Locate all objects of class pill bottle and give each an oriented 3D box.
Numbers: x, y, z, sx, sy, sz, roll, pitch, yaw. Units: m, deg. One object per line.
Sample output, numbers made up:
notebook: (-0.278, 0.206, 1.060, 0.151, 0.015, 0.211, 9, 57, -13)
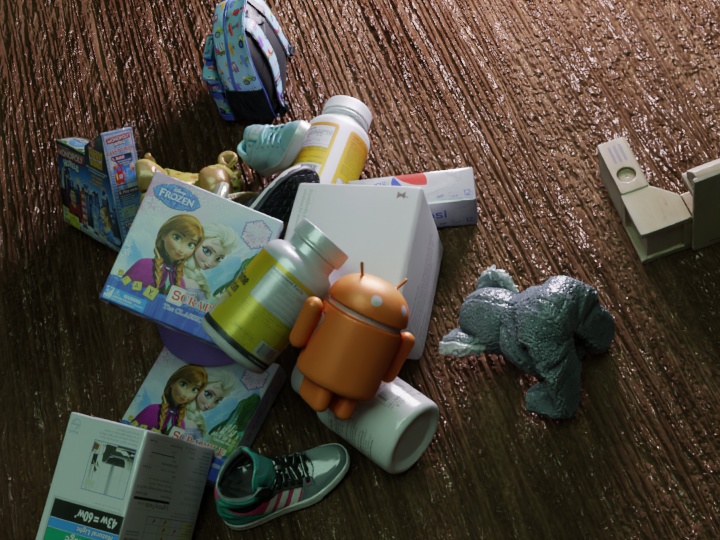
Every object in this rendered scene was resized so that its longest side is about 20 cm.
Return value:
pill bottle: (0.002, 0.183, 1.511, 0.199, 0.115, 0.114, 33, 71, 31)
pill bottle: (-0.110, 0.031, 1.444, 0.200, 0.112, 0.112, -49, 57, -1)
pill bottle: (-0.049, -0.182, 1.763, 0.110, 0.111, 0.201, 9, 61, 21)

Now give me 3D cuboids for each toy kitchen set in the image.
toy kitchen set: (0.466, -0.150, 1.560, 0.199, 0.163, 0.181, -19, 55, 3)

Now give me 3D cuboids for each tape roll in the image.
tape roll: (-0.219, 0.043, 1.654, 0.198, 0.085, 0.201, -5, 42, 4)

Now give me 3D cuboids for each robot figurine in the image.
robot figurine: (-0.011, 0.090, 1.409, 0.143, 0.117, 0.201, 26, 95, 10)

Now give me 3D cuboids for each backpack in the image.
backpack: (-0.204, -0.380, 1.881, 0.134, 0.200, 0.184, -4, 58, 13)

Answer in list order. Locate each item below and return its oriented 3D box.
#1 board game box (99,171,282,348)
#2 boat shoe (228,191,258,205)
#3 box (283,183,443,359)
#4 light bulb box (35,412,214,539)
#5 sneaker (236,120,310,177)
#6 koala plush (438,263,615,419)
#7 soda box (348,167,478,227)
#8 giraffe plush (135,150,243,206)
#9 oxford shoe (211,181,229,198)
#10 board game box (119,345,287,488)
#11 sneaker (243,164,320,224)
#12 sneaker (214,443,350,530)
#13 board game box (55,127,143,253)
board game box: (-0.238, -0.012, 1.541, 0.199, 0.041, 0.201, 21, 78, 0)
boat shoe: (-0.214, -0.088, 1.727, 0.063, 0.200, 0.074, 4, 96, 47)
box: (0.000, 0.000, 1.593, 0.199, 0.172, 0.200, 4, 61, 18)
light bulb box: (-0.311, 0.311, 1.444, 0.124, 0.198, 0.201, 9, 77, 22)
sneaker: (-0.150, -0.205, 1.758, 0.082, 0.200, 0.074, 28, 66, -19)
koala plush: (0.218, 0.075, 1.497, 0.199, 0.184, 0.178, 16, 63, 38)
soda box: (0.082, -0.107, 1.691, 0.198, 0.068, 0.064, -6, 57, 6)
giraffe plush: (-0.270, -0.121, 1.785, 0.161, 0.174, 0.200, -9, 21, -2)
oxford shoe: (-0.252, -0.052, 1.615, 0.057, 0.075, 0.201, 23, 70, 5)
board game box: (-0.240, 0.205, 1.612, 0.199, 0.041, 0.200, 15, 63, 24)
sneaker: (-0.153, -0.096, 1.654, 0.200, 0.072, 0.083, -42, 37, -7)
sneaker: (-0.116, 0.276, 1.481, 0.199, 0.121, 0.084, -27, 55, -2)
board game box: (-0.426, -0.151, 1.797, 0.061, 0.201, 0.199, -21, 35, -39)
